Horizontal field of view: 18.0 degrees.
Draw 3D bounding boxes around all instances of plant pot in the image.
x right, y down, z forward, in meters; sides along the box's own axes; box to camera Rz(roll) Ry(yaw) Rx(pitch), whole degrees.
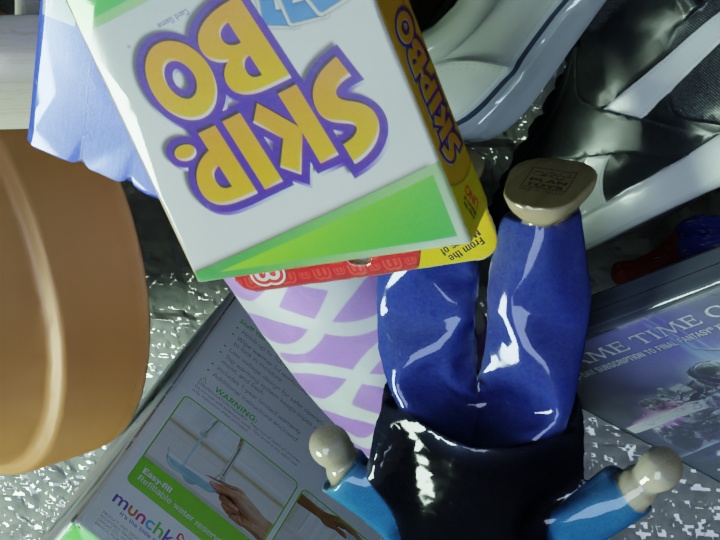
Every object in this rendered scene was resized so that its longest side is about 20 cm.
[{"bbox_3d":[-0.197,0.003,0.927,0.200,0.139,0.202,29,130,42],"label":"plant pot"}]

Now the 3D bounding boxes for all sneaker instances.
[{"bbox_3d":[0.063,-0.132,0.751,0.071,0.073,0.201,17,110,-42],"label":"sneaker"},{"bbox_3d":[0.092,-0.072,0.842,0.200,0.073,0.113,-29,84,54],"label":"sneaker"}]

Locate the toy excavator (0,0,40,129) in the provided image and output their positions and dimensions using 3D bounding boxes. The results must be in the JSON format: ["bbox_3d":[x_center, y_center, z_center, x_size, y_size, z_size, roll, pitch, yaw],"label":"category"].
[{"bbox_3d":[-0.111,-0.177,0.784,0.099,0.196,0.201,-3,141,-5],"label":"toy excavator"}]

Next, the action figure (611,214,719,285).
[{"bbox_3d":[0.184,-0.006,0.832,0.098,0.066,0.200,22,148,-20],"label":"action figure"}]

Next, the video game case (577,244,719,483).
[{"bbox_3d":[0.171,0.049,0.850,0.199,0.019,0.142,29,146,-30],"label":"video game case"}]

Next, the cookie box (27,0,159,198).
[{"bbox_3d":[-0.029,-0.145,0.746,0.075,0.200,0.172,21,131,9],"label":"cookie box"}]

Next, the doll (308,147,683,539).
[{"bbox_3d":[0.049,0.058,0.816,0.135,0.049,0.201,7,119,11],"label":"doll"}]

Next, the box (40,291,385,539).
[{"bbox_3d":[-0.023,0.129,0.966,0.200,0.177,0.097,39,132,-6],"label":"box"}]

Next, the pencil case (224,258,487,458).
[{"bbox_3d":[0.000,0.000,0.862,0.084,0.086,0.200,-8,127,41],"label":"pencil case"}]

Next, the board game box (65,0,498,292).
[{"bbox_3d":[-0.034,-0.074,0.654,0.095,0.030,0.201,-8,125,26],"label":"board game box"}]
